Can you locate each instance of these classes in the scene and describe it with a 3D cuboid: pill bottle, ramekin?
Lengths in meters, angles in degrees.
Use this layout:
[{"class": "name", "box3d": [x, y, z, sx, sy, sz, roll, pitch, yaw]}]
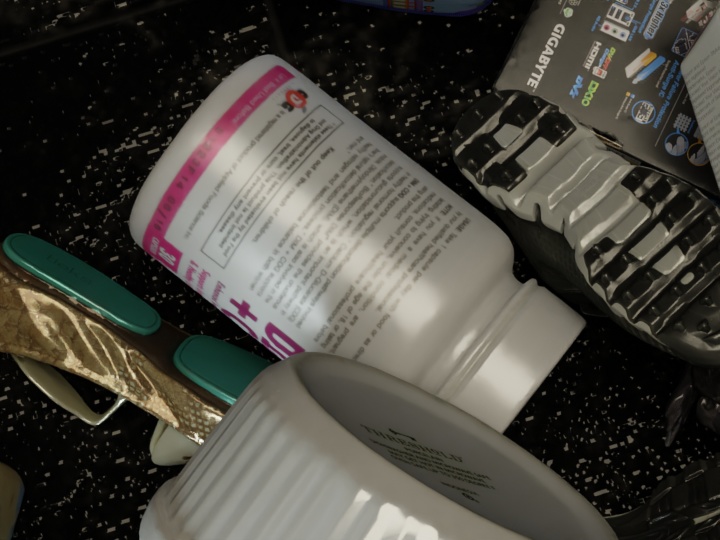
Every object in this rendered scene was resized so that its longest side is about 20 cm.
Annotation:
[{"class": "pill bottle", "box3d": [0.000, 0.000, 0.980, 0.200, 0.113, 0.113, 38, 83, 6]}, {"class": "ramekin", "box3d": [0.017, 0.113, 0.853, 0.202, 0.202, 0.094, 31, 100, 5]}]

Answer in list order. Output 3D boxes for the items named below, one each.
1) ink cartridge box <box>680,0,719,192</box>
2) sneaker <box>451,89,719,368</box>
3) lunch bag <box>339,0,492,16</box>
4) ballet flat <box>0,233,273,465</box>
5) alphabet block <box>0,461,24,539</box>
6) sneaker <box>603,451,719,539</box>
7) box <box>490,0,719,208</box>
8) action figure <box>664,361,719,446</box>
[{"class": "ink cartridge box", "box3d": [0.240, -0.055, 0.939, 0.196, 0.043, 0.200, 2, 63, -32]}, {"class": "sneaker", "box3d": [0.123, -0.009, 0.962, 0.066, 0.091, 0.200, -42, 46, -5]}, {"class": "lunch bag", "box3d": [-0.010, -0.174, 0.990, 0.200, 0.151, 0.094, 22, 81, 4]}, {"class": "ballet flat", "box3d": [-0.101, 0.054, 1.006, 0.200, 0.071, 0.065, 30, 109, 8]}, {"class": "alphabet block", "box3d": [-0.280, 0.144, 0.914, 0.196, 0.200, 0.196, 15, 80, 3]}, {"class": "sneaker", "box3d": [0.121, 0.148, 0.964, 0.200, 0.079, 0.074, -17, 42, 20]}, {"class": "box", "box3d": [0.193, -0.128, 1.033, 0.198, 0.050, 0.200, 25, 81, 3]}, {"class": "action figure", "box3d": [0.223, 0.062, 0.979, 0.200, 0.102, 0.119, 32, 90, 32]}]
